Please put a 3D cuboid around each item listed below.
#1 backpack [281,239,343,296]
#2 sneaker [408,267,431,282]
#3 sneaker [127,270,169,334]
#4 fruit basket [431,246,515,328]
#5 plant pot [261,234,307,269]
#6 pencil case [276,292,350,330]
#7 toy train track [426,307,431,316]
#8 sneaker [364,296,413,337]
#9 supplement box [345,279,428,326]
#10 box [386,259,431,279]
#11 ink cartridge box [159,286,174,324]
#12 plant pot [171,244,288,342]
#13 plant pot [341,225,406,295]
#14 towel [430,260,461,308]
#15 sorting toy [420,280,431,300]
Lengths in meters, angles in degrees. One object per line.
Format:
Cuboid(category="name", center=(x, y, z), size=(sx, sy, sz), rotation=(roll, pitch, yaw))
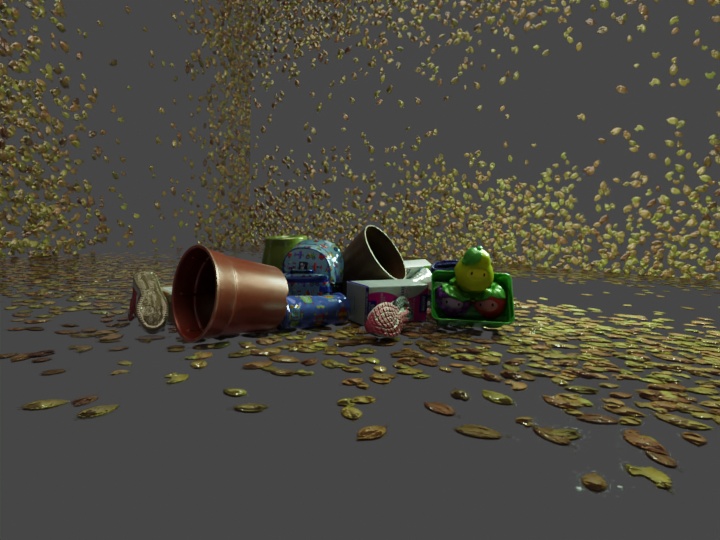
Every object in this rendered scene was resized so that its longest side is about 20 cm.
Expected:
Cuboid(category="backpack", center=(-0.136, 0.018, 1.370), size=(0.181, 0.202, 0.134), rotation=(5, 7, 20))
Cuboid(category="sneaker", center=(0.183, 0.033, 1.608), size=(0.199, 0.087, 0.075), rotation=(7, -15, -35))
Cuboid(category="sneaker", center=(-0.492, 0.102, 1.168), size=(0.071, 0.113, 0.200), rotation=(1, 36, -31))
Cuboid(category="fruit basket", center=(0.273, 0.048, 1.228), size=(0.214, 0.157, 0.216), rotation=(4, -29, 2))
Cuboid(category="plant pot", center=(-0.223, -0.010, 1.558), size=(0.199, 0.195, 0.200), rotation=(-2, 8, 0))
Cuboid(category="pencil case", center=(-0.120, 0.095, 1.223), size=(0.199, 0.078, 0.087), rotation=(-2, 37, -39))
Cuboid(category="toy train track", center=(0.132, 0.102, 1.465), size=(0.199, 0.033, 0.114), rotation=(18, -6, 46))
Cuboid(category="sneaker", center=(0.059, 0.118, 1.168), size=(0.074, 0.081, 0.200), rotation=(-26, -7, 25))
Cuboid(category="supplement box", center=(0.070, 0.080, 1.328), size=(0.199, 0.102, 0.103), rotation=(-2, 8, -32))
Cuboid(category="box", center=(0.132, 0.032, 1.635), size=(0.199, 0.145, 0.036), rotation=(-3, 42, -49))
Cuboid(category="ink cartridge box", center=(-0.401, 0.084, 1.258), size=(0.164, 0.076, 0.199), rotation=(-4, 8, -38))
Cuboid(category="plant pot", center=(-0.276, 0.056, 1.104), size=(0.194, 0.202, 0.200), rotation=(8, 0, -44))
Cuboid(category="plant pot", center=(0.000, 0.000, 1.483), size=(0.199, 0.188, 0.187), rotation=(-34, -10, 24))
Cuboid(category="towel", center=(0.264, 0.048, 1.369), size=(0.146, 0.201, 0.050), rotation=(4, 50, 10))
Cuboid(category="sorting toy", center=(0.213, 0.070, 1.507), size=(0.184, 0.037, 0.200), rotation=(-7, -15, 23))
